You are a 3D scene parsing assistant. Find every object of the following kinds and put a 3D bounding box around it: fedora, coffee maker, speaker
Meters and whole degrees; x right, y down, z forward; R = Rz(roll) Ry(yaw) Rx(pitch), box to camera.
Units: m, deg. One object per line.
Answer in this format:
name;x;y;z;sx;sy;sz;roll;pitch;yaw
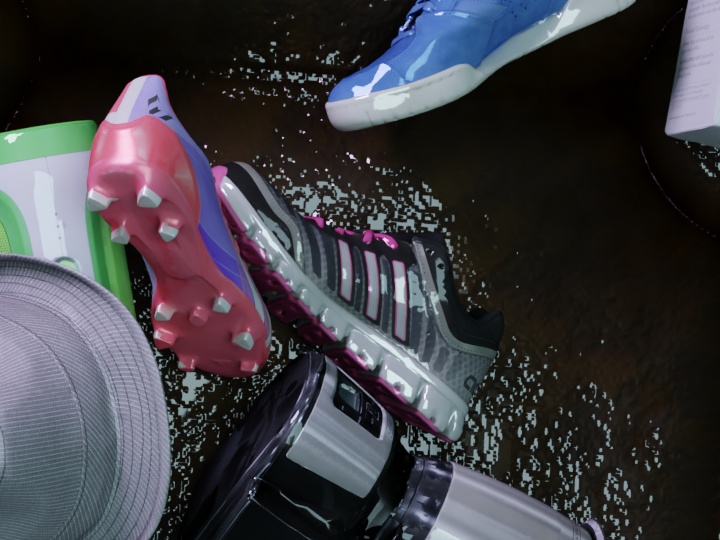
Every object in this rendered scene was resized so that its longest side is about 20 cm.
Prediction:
fedora;-0.199;0.083;1.474;0.090;0.199;0.178;-11;101;-53
coffee maker;0.002;0.169;1.557;0.199;0.135;0.193;31;86;-10
speaker;-0.157;0.027;1.545;0.088;0.088;0.201;-10;91;-15

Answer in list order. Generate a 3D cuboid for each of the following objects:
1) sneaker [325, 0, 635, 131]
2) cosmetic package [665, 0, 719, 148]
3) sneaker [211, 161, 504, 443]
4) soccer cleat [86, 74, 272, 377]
sneaker;0.051;-0.159;1.607;0.199;0.077;0.112;-28;101;-18
cosmetic package;0.249;-0.164;1.662;0.112;0.081;0.201;13;84;-14
sneaker;0.000;0.000;1.596;0.200;0.074;0.088;42;76;-13
soccer cleat;-0.087;-0.016;1.535;0.066;0.200;0.077;0;56;21
